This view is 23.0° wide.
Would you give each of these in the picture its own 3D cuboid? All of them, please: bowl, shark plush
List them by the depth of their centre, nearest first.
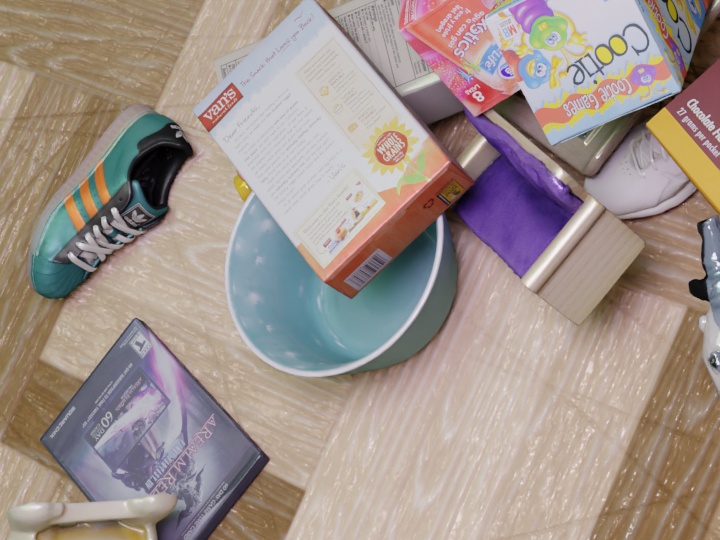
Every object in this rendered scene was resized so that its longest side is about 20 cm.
[{"bbox_3d":[0.285,0.060,1.245,0.083,0.091,0.202,-24,74,6],"label":"shark plush"},{"bbox_3d":[0.000,0.000,1.432,0.199,0.105,0.203,-11,68,27],"label":"bowl"}]

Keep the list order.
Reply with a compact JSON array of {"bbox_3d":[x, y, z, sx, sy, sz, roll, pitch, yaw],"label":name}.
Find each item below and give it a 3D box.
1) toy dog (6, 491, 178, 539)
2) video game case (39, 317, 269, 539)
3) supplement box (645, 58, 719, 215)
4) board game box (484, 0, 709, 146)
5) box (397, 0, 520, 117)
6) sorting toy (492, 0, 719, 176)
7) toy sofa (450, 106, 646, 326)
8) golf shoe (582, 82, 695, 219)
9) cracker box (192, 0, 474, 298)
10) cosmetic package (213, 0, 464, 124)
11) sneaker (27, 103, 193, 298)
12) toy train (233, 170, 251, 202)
[{"bbox_3d":[-0.229,0.296,1.436,0.193,0.138,0.202,-30,62,54],"label":"toy dog"},{"bbox_3d":[-0.182,0.155,1.537,0.143,0.019,0.200,-51,55,5],"label":"video game case"},{"bbox_3d":[0.337,-0.085,1.206,0.197,0.200,0.133,-42,56,10],"label":"supplement box"},{"bbox_3d":[0.175,-0.191,1.260,0.104,0.104,0.200,-22,20,27],"label":"board game box"},{"bbox_3d":[0.099,-0.231,1.388,0.094,0.103,0.201,-30,33,27],"label":"box"},{"bbox_3d":[0.180,-0.191,1.412,0.186,0.036,0.200,-52,42,4],"label":"sorting toy"},{"bbox_3d":[0.121,-0.049,1.339,0.083,0.097,0.200,-50,29,7],"label":"toy sofa"},{"bbox_3d":[0.246,-0.107,1.335,0.199,0.091,0.076,-30,60,22],"label":"golf shoe"},{"bbox_3d":[-0.024,-0.097,1.377,0.134,0.058,0.200,-42,63,8],"label":"cracker box"},{"bbox_3d":[-0.014,-0.156,1.464,0.198,0.073,0.105,-19,68,16],"label":"cosmetic package"},{"bbox_3d":[-0.227,-0.054,1.607,0.080,0.071,0.201,31,88,39],"label":"sneaker"},{"bbox_3d":[-0.042,-0.127,1.534,0.149,0.056,0.202,10,77,33],"label":"toy train"}]
